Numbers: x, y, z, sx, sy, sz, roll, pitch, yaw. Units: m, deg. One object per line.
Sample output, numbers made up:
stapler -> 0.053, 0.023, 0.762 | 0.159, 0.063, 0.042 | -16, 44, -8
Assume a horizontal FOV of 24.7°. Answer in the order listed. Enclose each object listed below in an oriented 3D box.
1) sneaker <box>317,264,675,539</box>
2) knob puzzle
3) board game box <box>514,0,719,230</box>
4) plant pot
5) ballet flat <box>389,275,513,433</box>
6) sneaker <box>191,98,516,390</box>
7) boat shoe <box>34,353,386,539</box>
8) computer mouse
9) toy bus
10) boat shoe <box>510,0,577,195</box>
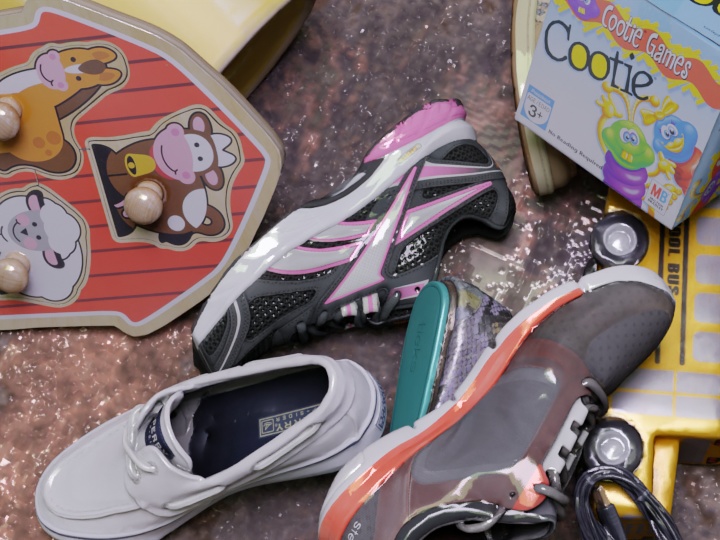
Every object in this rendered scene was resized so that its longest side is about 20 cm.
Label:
sneaker -> 0.078, 0.083, 0.743 | 0.200, 0.077, 0.082 | -40, 49, -6
knob puzzle -> -0.136, -0.046, 0.833 | 0.217, 0.222, 0.031 | 4, 32, 7
board game box -> 0.185, -0.125, 0.820 | 0.105, 0.104, 0.199 | 38, 48, 23
plant pot -> -0.132, -0.165, 0.880 | 0.189, 0.201, 0.201 | 41, 79, 1
ballet flat -> 0.037, 0.106, 0.820 | 0.071, 0.072, 0.202 | 18, 85, 12
sneaker -> 0.000, 0.000, 0.860 | 0.200, 0.080, 0.086 | -41, 82, -3
boat shoe -> -0.087, 0.083, 0.822 | 0.198, 0.065, 0.074 | -24, 61, 15
computer mouse -> 0.143, 0.188, 0.775 | 0.058, 0.034, 0.202 | -14, 89, 14
toy bus -> 0.152, 0.033, 0.837 | 0.077, 0.065, 0.202 | 3, 70, 5
boat shoe -> 0.115, -0.137, 0.896 | 0.062, 0.073, 0.202 | 1, 70, 9
